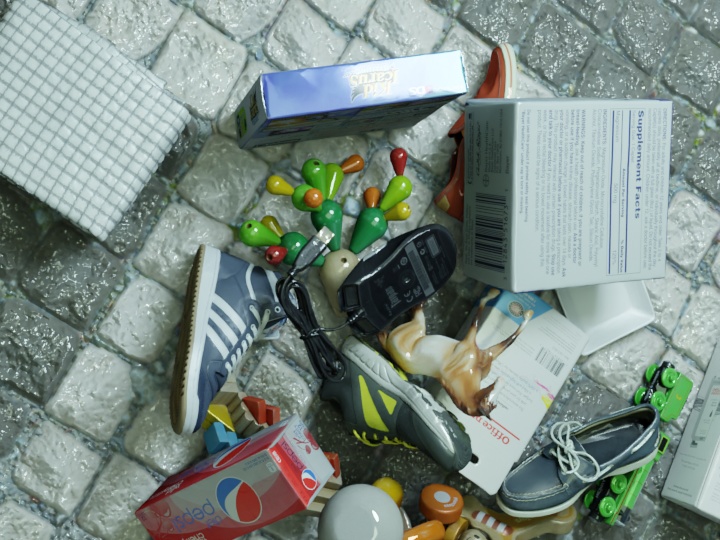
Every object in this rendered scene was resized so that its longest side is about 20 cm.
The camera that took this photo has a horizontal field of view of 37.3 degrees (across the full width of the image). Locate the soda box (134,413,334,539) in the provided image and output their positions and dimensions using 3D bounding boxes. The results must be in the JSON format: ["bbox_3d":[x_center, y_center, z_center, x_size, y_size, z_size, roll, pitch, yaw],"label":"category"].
[{"bbox_3d":[-0.123,0.211,1.016,0.071,0.198,0.063,55,34,-7],"label":"soda box"}]

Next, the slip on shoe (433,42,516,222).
[{"bbox_3d":[0.127,-0.152,1.155,0.060,0.074,0.204,16,86,-1],"label":"slip on shoe"}]

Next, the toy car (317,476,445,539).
[{"bbox_3d":[0.008,0.312,1.038,0.149,0.175,0.201,34,82,15],"label":"toy car"}]

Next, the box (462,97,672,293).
[{"bbox_3d":[0.213,-0.084,1.104,0.196,0.105,0.188,-4,100,-25],"label":"box"}]

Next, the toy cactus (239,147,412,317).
[{"bbox_3d":[-0.022,-0.035,1.102,0.198,0.102,0.168,-23,109,-31],"label":"toy cactus"}]

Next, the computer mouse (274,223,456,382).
[{"bbox_3d":[0.000,0.000,1.069,0.199,0.046,0.141,-41,121,-14],"label":"computer mouse"}]

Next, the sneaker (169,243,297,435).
[{"bbox_3d":[-0.123,0.073,1.051,0.107,0.070,0.203,16,55,-18],"label":"sneaker"}]

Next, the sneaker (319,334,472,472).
[{"bbox_3d":[0.033,0.150,1.080,0.085,0.200,0.074,-53,137,3],"label":"sneaker"}]

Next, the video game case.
[{"bbox_3d":[-0.016,-0.167,1.057,0.196,0.181,0.046,-10,91,-15],"label":"video game case"}]

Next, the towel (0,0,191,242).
[{"bbox_3d":[-0.284,-0.145,1.037,0.198,0.085,0.167,33,79,-10],"label":"towel"}]

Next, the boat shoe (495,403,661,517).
[{"bbox_3d":[0.233,0.199,1.134,0.196,0.075,0.063,-18,135,-10],"label":"boat shoe"}]

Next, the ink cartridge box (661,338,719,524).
[{"bbox_3d":[0.455,0.197,1.224,0.145,0.083,0.203,25,83,-13],"label":"ink cartridge box"}]

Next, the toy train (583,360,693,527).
[{"bbox_3d":[0.317,0.199,1.211,0.056,0.042,0.202,32,81,-23],"label":"toy train"}]

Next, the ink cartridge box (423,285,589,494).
[{"bbox_3d":[0.143,0.123,1.150,0.114,0.068,0.202,36,80,-10],"label":"ink cartridge box"}]

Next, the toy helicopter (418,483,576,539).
[{"bbox_3d":[0.156,0.281,1.128,0.197,0.132,0.080,-8,121,-32],"label":"toy helicopter"}]

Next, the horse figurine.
[{"bbox_3d":[0.083,0.070,1.102,0.134,0.198,0.050,-58,145,-17],"label":"horse figurine"}]

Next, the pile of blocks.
[{"bbox_3d":[-0.094,0.172,1.069,0.199,0.083,0.062,35,123,-11],"label":"pile of blocks"}]

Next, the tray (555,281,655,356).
[{"bbox_3d":[0.254,-0.016,1.208,0.106,0.022,0.203,-23,94,-15],"label":"tray"}]
